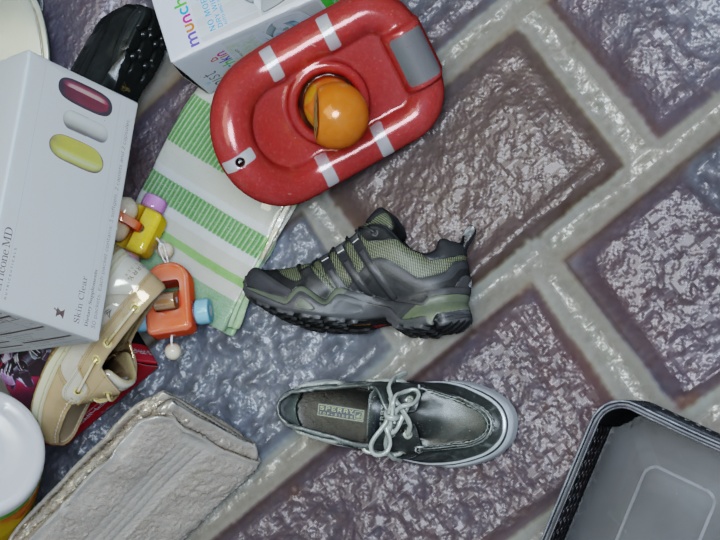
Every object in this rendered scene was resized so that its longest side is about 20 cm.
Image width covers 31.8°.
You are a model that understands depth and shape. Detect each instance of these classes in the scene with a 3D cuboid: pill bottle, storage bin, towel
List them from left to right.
[{"bbox_3d":[-0.336,0.189,1.094,0.110,0.200,0.112,8,60,-15],"label":"pill bottle"},{"bbox_3d":[-0.188,0.195,1.072,0.200,0.132,0.035,-45,41,12],"label":"towel"},{"bbox_3d":[-0.127,-0.064,1.132,0.152,0.023,0.202,30,97,23],"label":"towel"},{"bbox_3d":[0.209,0.208,0.927,0.134,0.094,0.202,24,94,22],"label":"storage bin"}]

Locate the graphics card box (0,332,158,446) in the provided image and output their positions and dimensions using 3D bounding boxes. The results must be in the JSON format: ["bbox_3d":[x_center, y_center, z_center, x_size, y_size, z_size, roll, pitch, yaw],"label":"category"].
[{"bbox_3d":[-0.289,0.045,1.170,0.125,0.051,0.201,-39,71,13],"label":"graphics card box"}]

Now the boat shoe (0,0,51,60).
[{"bbox_3d":[-0.349,-0.257,1.219,0.074,0.062,0.201,-32,82,-1],"label":"boat shoe"}]

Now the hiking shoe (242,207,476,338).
[{"bbox_3d":[0.000,0.000,1.053,0.197,0.076,0.102,4,77,13],"label":"hiking shoe"}]

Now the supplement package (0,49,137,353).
[{"bbox_3d":[-0.280,-0.048,1.006,0.154,0.110,0.203,-9,68,41],"label":"supplement package"}]

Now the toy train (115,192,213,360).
[{"bbox_3d":[-0.230,0.003,1.104,0.197,0.056,0.152,-4,74,8],"label":"toy train"}]

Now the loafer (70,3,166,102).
[{"bbox_3d":[-0.244,-0.154,1.153,0.070,0.068,0.202,12,70,38],"label":"loafer"}]

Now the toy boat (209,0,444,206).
[{"bbox_3d":[-0.025,-0.130,1.010,0.198,0.131,0.131,-29,108,3],"label":"toy boat"}]

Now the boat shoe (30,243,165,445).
[{"bbox_3d":[-0.220,0.077,1.061,0.069,0.074,0.201,29,118,4],"label":"boat shoe"}]

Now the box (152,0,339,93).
[{"bbox_3d":[-0.100,-0.286,1.097,0.175,0.097,0.202,-20,77,10],"label":"box"}]

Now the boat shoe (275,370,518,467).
[{"bbox_3d":[0.026,0.117,1.023,0.197,0.068,0.075,9,88,22],"label":"boat shoe"}]
